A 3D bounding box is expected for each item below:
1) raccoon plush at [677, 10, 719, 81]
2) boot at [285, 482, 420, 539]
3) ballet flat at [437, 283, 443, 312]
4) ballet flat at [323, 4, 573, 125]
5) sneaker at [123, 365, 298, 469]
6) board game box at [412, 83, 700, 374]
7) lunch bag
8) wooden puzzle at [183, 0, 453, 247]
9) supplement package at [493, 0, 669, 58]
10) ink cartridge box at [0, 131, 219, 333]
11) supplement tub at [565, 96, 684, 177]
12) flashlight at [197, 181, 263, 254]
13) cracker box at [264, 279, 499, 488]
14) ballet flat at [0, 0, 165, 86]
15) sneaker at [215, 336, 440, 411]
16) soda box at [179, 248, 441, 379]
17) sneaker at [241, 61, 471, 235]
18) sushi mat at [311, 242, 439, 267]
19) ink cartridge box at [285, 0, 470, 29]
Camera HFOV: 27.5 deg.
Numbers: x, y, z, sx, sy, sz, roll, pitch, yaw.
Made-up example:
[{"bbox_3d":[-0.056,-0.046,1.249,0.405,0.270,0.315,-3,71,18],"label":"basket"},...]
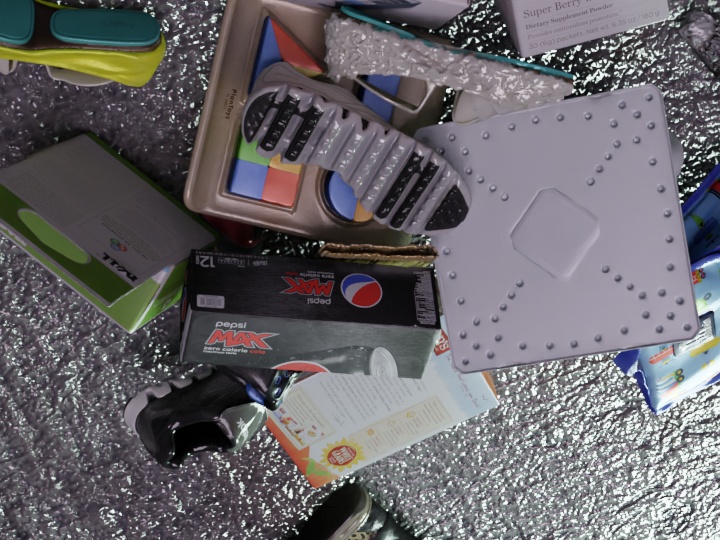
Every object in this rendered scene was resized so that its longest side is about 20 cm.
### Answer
[{"bbox_3d":[0.378,-0.174,1.224,0.134,0.097,0.200,-43,117,10],"label":"raccoon plush"},{"bbox_3d":[-0.015,0.319,1.492,0.150,0.073,0.200,34,107,-24],"label":"boot"},{"bbox_3d":[0.092,-0.053,1.226,0.071,0.072,0.202,0,96,-7],"label":"ballet flat"},{"bbox_3d":[0.064,-0.150,1.143,0.198,0.072,0.072,17,120,5],"label":"ballet flat"},{"bbox_3d":[-0.103,0.111,1.272,0.199,0.091,0.067,-28,135,-6],"label":"sneaker"},{"bbox_3d":[0.155,-0.031,1.169,0.198,0.026,0.202,-10,96,13],"label":"board game box"},{"bbox_3d":[0.291,0.020,1.268,0.199,0.094,0.151,-37,136,-15],"label":"lunch bag"},{"bbox_3d":[-0.029,-0.118,1.191,0.198,0.046,0.187,12,94,-16],"label":"wooden puzzle"},{"bbox_3d":[0.148,-0.285,1.104,0.120,0.120,0.201,-15,122,2],"label":"supplement package"},{"bbox_3d":[-0.220,-0.020,1.153,0.147,0.200,0.076,38,115,5],"label":"ink cartridge box"},{"bbox_3d":[0.189,-0.036,1.263,0.121,0.123,0.201,9,120,-12],"label":"supplement tub"},{"bbox_3d":[-0.119,-0.006,1.282,0.067,0.068,0.201,-4,128,-18],"label":"flashlight"},{"bbox_3d":[0.012,0.106,1.361,0.199,0.058,0.134,-25,129,9],"label":"cracker box"},{"bbox_3d":[-0.254,-0.180,1.158,0.198,0.067,0.067,9,142,-14],"label":"ballet flat"},{"bbox_3d":[-0.037,0.070,1.236,0.198,0.073,0.113,17,77,-11],"label":"sneaker"},{"bbox_3d":[-0.041,0.035,1.158,0.198,0.064,0.071,5,139,-12],"label":"soda box"},{"bbox_3d":[0.002,-0.098,1.137,0.199,0.081,0.075,30,117,-18],"label":"sneaker"},{"bbox_3d":[0.000,0.000,1.245,0.095,0.200,0.012,1,80,-9],"label":"sushi mat"},{"bbox_3d":[-0.011,-0.234,1.091,0.198,0.176,0.045,8,85,-12],"label":"ink cartridge box"}]
